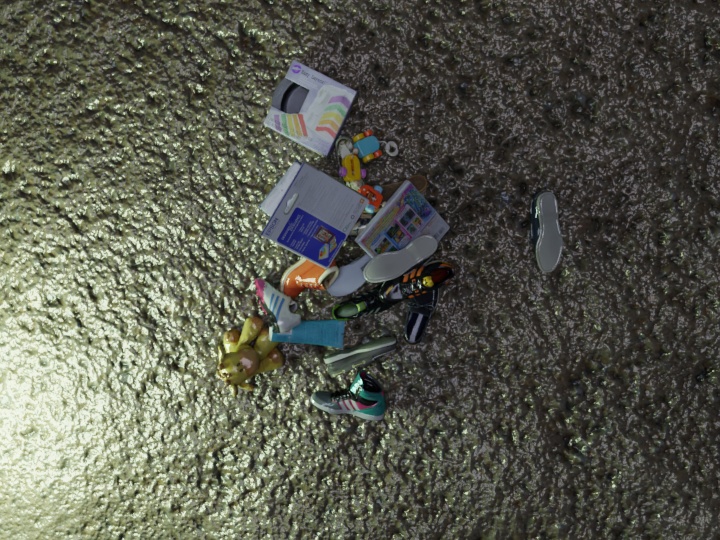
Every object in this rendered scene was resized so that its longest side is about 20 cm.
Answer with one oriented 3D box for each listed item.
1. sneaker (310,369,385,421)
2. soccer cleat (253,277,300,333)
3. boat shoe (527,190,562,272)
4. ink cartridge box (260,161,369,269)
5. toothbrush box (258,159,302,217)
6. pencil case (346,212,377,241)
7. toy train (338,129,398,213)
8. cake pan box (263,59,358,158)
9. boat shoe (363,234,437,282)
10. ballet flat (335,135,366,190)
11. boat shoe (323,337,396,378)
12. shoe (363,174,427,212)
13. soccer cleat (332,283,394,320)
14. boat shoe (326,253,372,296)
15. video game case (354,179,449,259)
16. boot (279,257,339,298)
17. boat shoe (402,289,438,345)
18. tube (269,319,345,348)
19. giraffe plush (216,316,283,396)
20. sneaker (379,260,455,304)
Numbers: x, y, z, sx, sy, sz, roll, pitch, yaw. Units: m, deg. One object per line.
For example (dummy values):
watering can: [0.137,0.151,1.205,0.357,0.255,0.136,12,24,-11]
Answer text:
sneaker: [-0.025,0.313,1.736,0.197,0.084,0.122,10,115,-2]
soccer cleat: [-0.214,0.085,1.735,0.085,0.201,0.070,-18,134,-17]
boat shoe: [0.459,-0.098,1.694,0.074,0.062,0.203,-12,101,-10]
ink cartridge box: [-0.108,-0.130,1.578,0.199,0.047,0.199,28,100,-29]
toothbrush box: [-0.159,-0.185,1.680,0.085,0.200,0.147,40,95,0]
pencil case: [-0.010,-0.108,1.732,0.197,0.090,0.079,-3,64,5]
toy train: [0.016,-0.247,1.684,0.149,0.055,0.202,28,67,-22]
cake pan box: [-0.130,-0.418,1.741,0.198,0.052,0.186,28,93,3]
boat shoe: [0.099,-0.021,1.660,0.199,0.060,0.074,-31,70,-9]
ballet flat: [-0.025,-0.247,1.732,0.067,0.064,0.203,-15,92,3]
boat shoe: [0.006,0.226,1.753,0.199,0.072,0.061,-17,95,13]
shoe: [0.077,-0.187,1.719,0.197,0.053,0.071,-16,73,-1]
soccer cleat: [0.020,0.086,1.736,0.198,0.081,0.068,-22,91,6]
boat shoe: [-0.001,-0.002,1.741,0.199,0.068,0.074,-41,86,-1]
video game case: [0.108,-0.093,1.690,0.200,0.024,0.182,-49,119,-4]
boot: [-0.130,0.024,1.715,0.200,0.075,0.108,-47,61,30]
boat shoe: [0.156,0.098,1.734,0.074,0.062,0.203,16,92,5]
tube: [-0.137,0.161,1.758,0.197,0.050,0.079,4,98,-15]
giraffe plush: [-0.307,0.232,1.733,0.172,0.162,0.200,43,95,2]
sneaker: [0.141,0.027,1.665,0.198,0.090,0.071,-22,97,-10]
